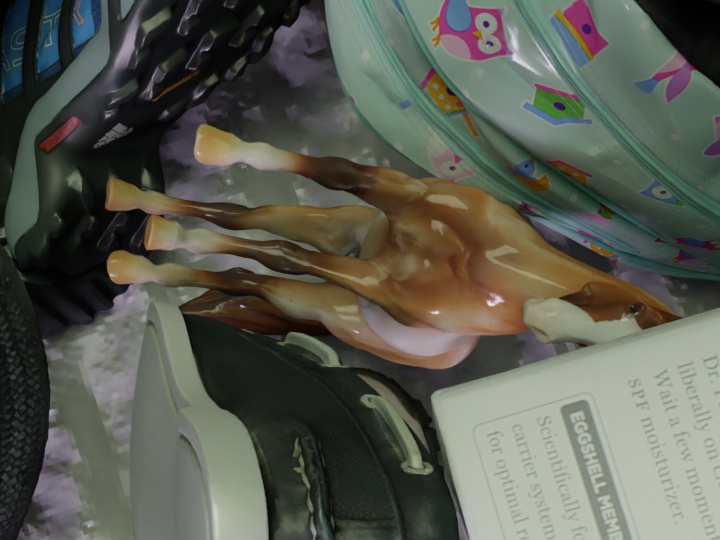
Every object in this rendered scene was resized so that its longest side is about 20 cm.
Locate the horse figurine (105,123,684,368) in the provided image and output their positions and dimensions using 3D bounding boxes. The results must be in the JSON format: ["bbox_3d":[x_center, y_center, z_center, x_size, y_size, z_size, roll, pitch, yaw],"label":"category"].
[{"bbox_3d":[0.000,0.000,0.711,0.132,0.200,0.050,13,80,-14],"label":"horse figurine"}]

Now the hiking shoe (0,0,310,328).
[{"bbox_3d":[-0.078,-0.079,0.772,0.087,0.074,0.200,44,110,26],"label":"hiking shoe"}]

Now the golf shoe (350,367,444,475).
[{"bbox_3d":[-0.034,0.107,0.714,0.078,0.095,0.200,19,69,16],"label":"golf shoe"}]

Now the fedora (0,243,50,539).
[{"bbox_3d":[-0.190,0.027,0.755,0.200,0.092,0.201,-1,100,-5],"label":"fedora"}]

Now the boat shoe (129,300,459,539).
[{"bbox_3d":[-0.023,0.052,0.651,0.060,0.200,0.076,0,103,-11],"label":"boat shoe"}]

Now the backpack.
[{"bbox_3d":[0.088,-0.074,0.718,0.126,0.200,0.167,-30,57,34],"label":"backpack"}]

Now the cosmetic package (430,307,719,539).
[{"bbox_3d":[0.135,0.086,0.641,0.200,0.199,0.123,-16,66,1],"label":"cosmetic package"}]
